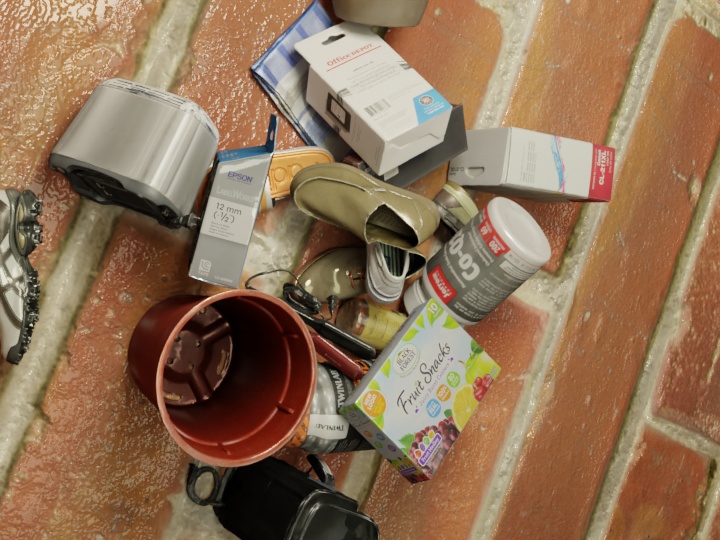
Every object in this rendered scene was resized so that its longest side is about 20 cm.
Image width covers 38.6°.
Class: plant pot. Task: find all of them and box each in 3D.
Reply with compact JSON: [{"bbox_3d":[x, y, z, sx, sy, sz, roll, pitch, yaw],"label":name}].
[{"bbox_3d":[0.029,-0.415,1.340,0.198,0.200,0.176,-6,115,-29],"label":"plant pot"},{"bbox_3d":[-0.183,0.114,1.248,0.199,0.195,0.204,-3,96,-29],"label":"plant pot"}]

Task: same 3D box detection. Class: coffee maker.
[{"bbox_3d":[-0.101,0.321,1.314,0.190,0.199,0.137,1,94,-30],"label":"coffee maker"}]

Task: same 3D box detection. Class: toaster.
[{"bbox_3d":[-0.252,-0.136,1.194,0.130,0.198,0.114,-66,158,-14],"label":"toaster"}]

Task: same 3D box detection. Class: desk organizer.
[{"bbox_3d":[0.050,-0.164,1.404,0.199,0.077,0.072,-33,128,-30],"label":"desk organizer"}]

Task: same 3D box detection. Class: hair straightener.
[{"bbox_3d":[-0.063,0.060,1.359,0.199,0.041,0.077,32,57,7],"label":"hair straightener"}]

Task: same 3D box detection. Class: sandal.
[{"bbox_3d":[-0.119,-0.119,1.332,0.205,0.059,0.080,-18,106,-20],"label":"sandal"}]

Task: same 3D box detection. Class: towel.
[{"bbox_3d":[-0.042,-0.243,1.394,0.147,0.024,0.200,-49,116,-18],"label":"towel"}]

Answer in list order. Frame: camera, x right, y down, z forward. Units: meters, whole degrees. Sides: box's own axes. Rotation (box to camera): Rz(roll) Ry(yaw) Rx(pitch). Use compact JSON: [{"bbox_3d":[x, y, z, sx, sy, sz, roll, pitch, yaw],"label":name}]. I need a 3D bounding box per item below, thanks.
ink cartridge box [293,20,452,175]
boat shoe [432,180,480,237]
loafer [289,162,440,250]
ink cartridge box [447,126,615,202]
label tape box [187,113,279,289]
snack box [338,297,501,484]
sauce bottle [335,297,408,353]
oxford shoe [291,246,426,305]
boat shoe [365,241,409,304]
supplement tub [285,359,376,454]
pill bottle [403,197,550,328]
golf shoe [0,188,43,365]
[{"bbox_3d":[0.010,-0.230,1.340,0.115,0.200,0.067,-29,153,-26],"label":"ink cartridge box"},{"bbox_3d":[0.162,-0.041,1.513,0.065,0.073,0.201,-39,114,-5],"label":"boat shoe"},{"bbox_3d":[0.003,-0.080,1.304,0.197,0.068,0.077,13,125,4],"label":"loafer"},{"bbox_3d":[0.248,-0.152,1.502,0.198,0.145,0.084,7,91,-31],"label":"ink cartridge box"},{"bbox_3d":[-0.152,-0.094,1.223,0.065,0.143,0.203,13,98,-11],"label":"label tape box"},{"bbox_3d":[0.082,0.156,1.356,0.142,0.053,0.200,44,56,-8],"label":"snack box"},{"bbox_3d":[0.059,0.096,1.465,0.199,0.066,0.067,23,84,-32],"label":"sauce bottle"},{"bbox_3d":[0.000,0.000,1.413,0.198,0.075,0.071,-21,106,-27],"label":"oxford shoe"},{"bbox_3d":[0.041,-0.055,1.383,0.073,0.067,0.202,6,58,-22],"label":"boat shoe"},{"bbox_3d":[-0.017,0.184,1.394,0.198,0.122,0.124,0,95,-31],"label":"supplement tub"},{"bbox_3d":[0.157,0.003,1.430,0.113,0.115,0.200,28,123,-29],"label":"pill bottle"},{"bbox_3d":[-0.416,0.007,1.183,0.093,0.078,0.203,2,93,-13],"label":"golf shoe"}]
